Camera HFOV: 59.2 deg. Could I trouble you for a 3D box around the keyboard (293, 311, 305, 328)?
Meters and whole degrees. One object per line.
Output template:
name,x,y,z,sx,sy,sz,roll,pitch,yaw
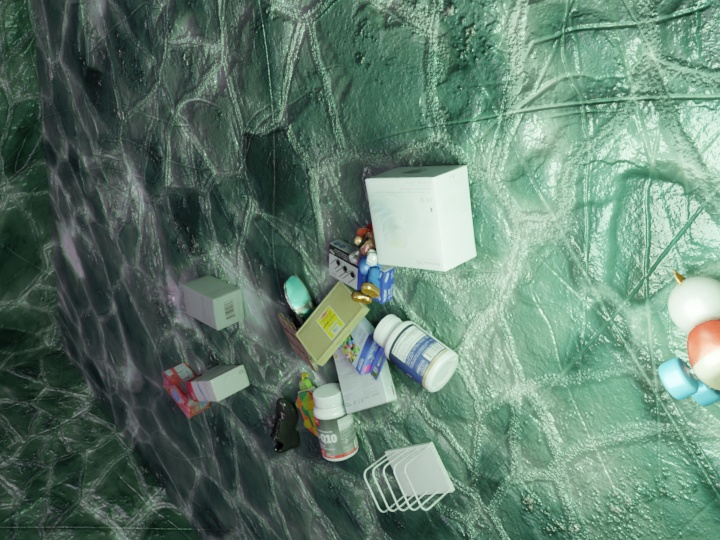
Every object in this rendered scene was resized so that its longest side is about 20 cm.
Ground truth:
keyboard,-0.157,0.198,1.844,0.128,0.020,0.200,55,163,16

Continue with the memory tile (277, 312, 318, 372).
memory tile,-0.187,0.211,1.888,0.200,0.017,0.155,29,145,60

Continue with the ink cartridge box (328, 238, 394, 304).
ink cartridge box,0.000,0.000,1.632,0.199,0.044,0.095,28,128,37

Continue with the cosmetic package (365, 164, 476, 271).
cosmetic package,0.130,-0.116,1.380,0.198,0.122,0.202,7,114,46

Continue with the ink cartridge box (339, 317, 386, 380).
ink cartridge box,-0.006,0.188,1.689,0.200,0.042,0.120,45,126,37

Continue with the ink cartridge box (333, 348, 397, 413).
ink cartridge box,0.006,0.278,1.745,0.196,0.043,0.202,-29,70,50

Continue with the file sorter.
file sorter,0.121,0.562,1.698,0.199,0.124,0.140,-30,85,50

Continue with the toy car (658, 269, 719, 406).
toy car,0.563,0.082,1.011,0.184,0.176,0.202,-40,48,35

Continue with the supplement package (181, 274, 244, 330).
supplement package,-0.505,0.106,2.172,0.199,0.117,0.118,19,122,40

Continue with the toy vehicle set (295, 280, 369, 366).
toy vehicle set,-0.077,0.139,1.691,0.200,0.026,0.124,-50,51,9

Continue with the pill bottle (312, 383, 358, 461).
pill bottle,-0.077,0.445,1.867,0.113,0.113,0.203,4,111,46

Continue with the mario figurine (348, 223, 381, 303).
mario figurine,0.007,-0.028,1.510,0.122,0.202,0.106,-11,144,27

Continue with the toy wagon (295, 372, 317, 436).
toy wagon,-0.151,0.422,1.993,0.155,0.039,0.202,-24,89,49

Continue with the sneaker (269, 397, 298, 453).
sneaker,-0.261,0.524,2.121,0.075,0.090,0.203,12,115,46

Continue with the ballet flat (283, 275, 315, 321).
ballet flat,-0.169,0.113,1.852,0.072,0.071,0.202,-32,85,49

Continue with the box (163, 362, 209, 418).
box,-0.706,0.485,2.578,0.200,0.102,0.095,41,133,26

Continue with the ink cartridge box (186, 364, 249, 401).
ink cartridge box,-0.520,0.409,2.305,0.199,0.147,0.087,-10,101,50

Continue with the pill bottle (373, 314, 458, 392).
pill bottle,0.128,0.193,1.531,0.199,0.110,0.112,35,130,32
